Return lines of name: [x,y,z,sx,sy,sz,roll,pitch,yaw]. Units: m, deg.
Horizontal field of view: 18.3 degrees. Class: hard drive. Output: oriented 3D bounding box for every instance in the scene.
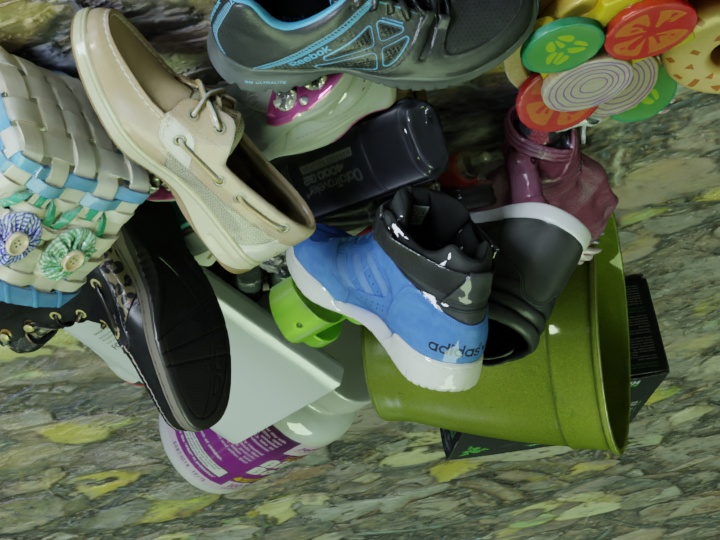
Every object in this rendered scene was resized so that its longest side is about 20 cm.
hard drive: [-0.129,0.052,1.702,0.200,0.027,0.132,37,134,-25]

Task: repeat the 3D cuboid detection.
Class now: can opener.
can opener: [-0.070,-0.015,1.652,0.052,0.067,0.200,-6,168,-3]

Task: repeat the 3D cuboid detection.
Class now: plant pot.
plant pot: [0.105,0.049,1.755,0.192,0.201,0.200,-4,162,13]

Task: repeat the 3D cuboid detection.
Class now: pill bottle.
pill bottle: [-0.072,0.109,1.891,0.112,0.113,0.200,7,153,-41]

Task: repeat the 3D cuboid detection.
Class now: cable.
cable: [0.022,-0.058,1.568,0.097,0.050,0.200,0,175,-28]

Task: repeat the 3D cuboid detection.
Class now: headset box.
headset box: [0.164,0.094,2.011,0.174,0.093,0.200,-7,160,-11]

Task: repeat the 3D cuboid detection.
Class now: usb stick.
usb stick: [-0.005,-0.070,1.482,0.033,0.056,0.200,-24,-176,-32]

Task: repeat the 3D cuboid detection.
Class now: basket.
basket: [-0.245,-0.038,1.365,0.200,0.139,0.176,-34,152,26]

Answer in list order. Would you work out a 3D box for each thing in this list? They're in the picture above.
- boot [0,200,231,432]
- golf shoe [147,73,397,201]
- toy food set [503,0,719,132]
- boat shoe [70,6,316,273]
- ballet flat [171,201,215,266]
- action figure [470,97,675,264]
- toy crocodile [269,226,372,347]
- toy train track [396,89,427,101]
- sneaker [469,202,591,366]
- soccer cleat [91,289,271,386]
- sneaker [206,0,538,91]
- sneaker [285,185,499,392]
boot: [-0.180,0.027,1.519,0.150,0.200,0.073,-21,-176,36]
golf shoe: [-0.063,-0.090,1.424,0.200,0.076,0.091,-25,156,34]
toy food set: [0.183,-0.151,1.410,0.198,0.049,0.200,-21,155,11]
boat shoe: [-0.099,-0.085,1.335,0.065,0.072,0.200,-23,121,22]
ballet flat: [-0.132,-0.025,1.561,0.200,0.068,0.064,-21,131,36]
action figure: [0.129,-0.081,1.573,0.149,0.134,0.200,26,154,19]
toy crocodile: [0.000,0.000,1.646,0.067,0.062,0.200,-28,-172,43]
toy train track: [0.021,-0.101,1.502,0.114,0.033,0.200,-6,160,-15]
sneaker: [0.077,0.017,1.531,0.071,0.099,0.200,35,160,-16]
soccer cleat: [-0.120,0.050,1.766,0.199,0.069,0.085,-10,155,25]
sneaker: [0.011,-0.150,1.309,0.199,0.073,0.082,-10,157,-9]
sneaker: [0.023,-0.014,1.461,0.077,0.200,0.112,-2,117,-31]
